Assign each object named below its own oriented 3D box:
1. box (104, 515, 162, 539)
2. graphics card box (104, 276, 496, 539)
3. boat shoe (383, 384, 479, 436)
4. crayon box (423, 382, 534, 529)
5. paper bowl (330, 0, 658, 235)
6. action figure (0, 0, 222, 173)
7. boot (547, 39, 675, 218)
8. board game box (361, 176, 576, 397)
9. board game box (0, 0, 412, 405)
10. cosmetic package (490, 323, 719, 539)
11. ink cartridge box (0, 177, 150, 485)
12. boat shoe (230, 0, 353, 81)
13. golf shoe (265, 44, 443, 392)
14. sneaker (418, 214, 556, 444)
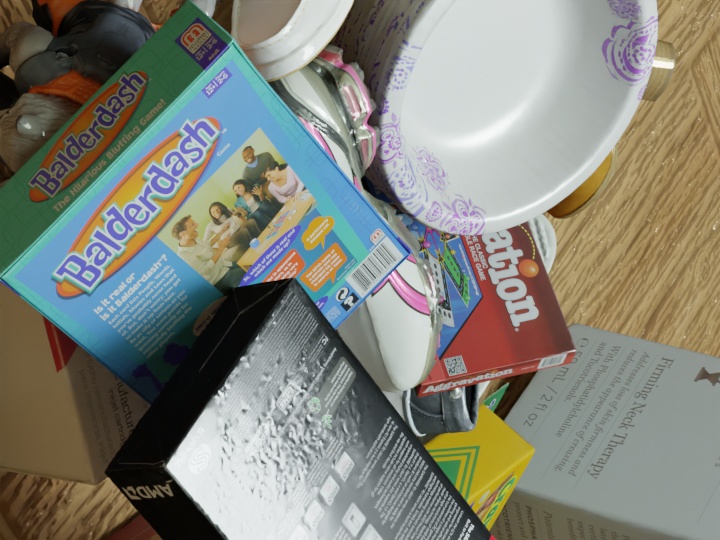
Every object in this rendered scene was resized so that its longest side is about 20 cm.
[{"bbox_3d":[-0.075,0.217,1.102,0.152,0.199,0.107,-33,120,-45],"label":"box"},{"bbox_3d":[-0.021,0.118,0.985,0.200,0.051,0.126,53,52,-26],"label":"graphics card box"},{"bbox_3d":[0.060,0.008,1.291,0.072,0.067,0.202,51,43,-54],"label":"boat shoe"},{"bbox_3d":[0.035,0.166,1.307,0.200,0.051,0.126,-32,155,-46],"label":"crayon box"},{"bbox_3d":[0.069,-0.131,1.200,0.199,0.104,0.202,-20,131,-24],"label":"paper bowl"},{"bbox_3d":[-0.154,-0.118,1.011,0.199,0.105,0.194,25,41,-16],"label":"action figure"},{"bbox_3d":[0.114,-0.111,1.410,0.143,0.202,0.071,9,57,-15],"label":"boot"},{"bbox_3d":[0.053,-0.024,1.261,0.102,0.019,0.201,-11,63,-17],"label":"board game box"},{"bbox_3d":[-0.078,-0.014,0.996,0.152,0.045,0.200,-44,141,-2],"label":"board game box"},{"bbox_3d":[0.209,0.167,1.440,0.168,0.198,0.167,-51,141,-37],"label":"cosmetic package"},{"bbox_3d":[-0.121,0.005,1.117,0.200,0.084,0.146,-33,118,-46],"label":"ink cartridge box"},{"bbox_3d":[-0.037,-0.192,1.108,0.069,0.070,0.201,53,40,-43],"label":"boat shoe"},{"bbox_3d":[-0.021,-0.017,1.124,0.092,0.072,0.202,-34,109,-41],"label":"golf shoe"},{"bbox_3d":[0.063,0.051,1.369,0.200,0.074,0.082,-49,171,-14],"label":"sneaker"}]
